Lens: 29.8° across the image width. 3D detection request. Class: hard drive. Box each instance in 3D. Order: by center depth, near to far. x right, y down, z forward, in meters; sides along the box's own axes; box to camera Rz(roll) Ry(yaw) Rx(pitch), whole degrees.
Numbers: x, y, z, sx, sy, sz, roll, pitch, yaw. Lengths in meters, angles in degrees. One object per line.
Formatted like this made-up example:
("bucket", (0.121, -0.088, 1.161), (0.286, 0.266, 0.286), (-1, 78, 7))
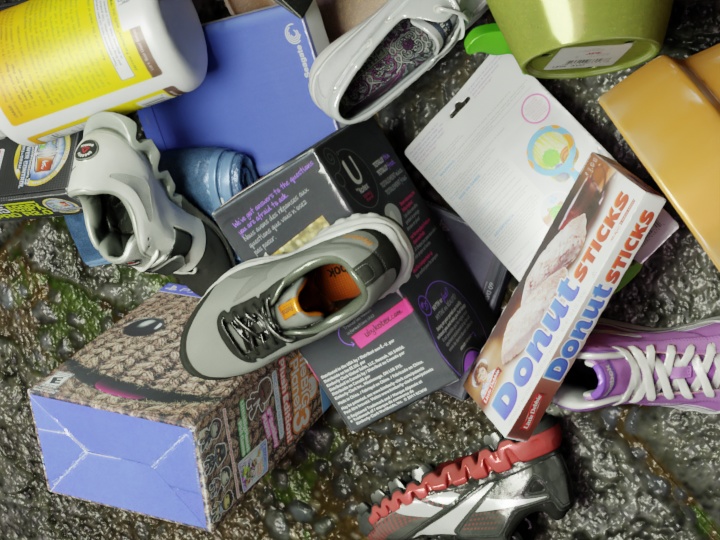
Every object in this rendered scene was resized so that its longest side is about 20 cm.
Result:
("hard drive", (-0.104, -0.142, 1.124), (0.200, 0.025, 0.132), (-6, 109, 35))

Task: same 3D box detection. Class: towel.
("towel", (-0.173, -0.054, 1.169), (0.199, 0.049, 0.112), (3, 127, 29))

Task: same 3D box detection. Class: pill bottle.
("pill bottle", (-0.230, -0.166, 1.072), (0.199, 0.109, 0.110), (-17, 92, 14))

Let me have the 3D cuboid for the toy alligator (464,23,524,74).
("toy alligator", (0.175, -0.186, 0.988), (0.200, 0.059, 0.054), (-21, 130, 11))

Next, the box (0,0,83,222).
("box", (-0.287, -0.143, 1.183), (0.160, 0.044, 0.201), (-3, 68, 29))

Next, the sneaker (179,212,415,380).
("sneaker", (-0.057, 0.024, 0.951), (0.200, 0.079, 0.074), (-30, 98, 29))

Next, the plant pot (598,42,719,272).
("plant pot", (0.287, -0.085, 0.881), (0.183, 0.200, 0.200), (-36, 82, 12))

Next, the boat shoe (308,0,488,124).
("boat shoe", (0.046, -0.184, 1.007), (0.200, 0.069, 0.072), (-36, 124, 2))

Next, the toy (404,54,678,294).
("toy", (0.138, -0.061, 1.026), (0.115, 0.047, 0.200), (-47, 64, 17))

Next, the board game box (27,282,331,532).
("board game box", (-0.141, 0.104, 1.109), (0.159, 0.200, 0.097), (8, 118, 25))

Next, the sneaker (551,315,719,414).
("sneaker", (0.218, 0.077, 0.979), (0.200, 0.114, 0.073), (-2, 97, 26))

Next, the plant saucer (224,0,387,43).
("plant saucer", (-0.025, -0.259, 1.083), (0.200, 0.037, 0.201), (5, 101, 26))

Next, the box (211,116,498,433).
("box", (0.000, 0.000, 1.033), (0.106, 0.122, 0.200), (-28, 96, 28))

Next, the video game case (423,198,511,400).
("video game case", (0.021, 0.003, 1.120), (0.200, 0.019, 0.143), (24, 110, 22))

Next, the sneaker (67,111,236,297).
("sneaker", (-0.172, -0.026, 1.082), (0.074, 0.089, 0.200), (-6, 138, 31))

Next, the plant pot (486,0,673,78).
("plant pot", (0.141, -0.236, 0.895), (0.187, 0.187, 0.201), (-10, 82, 28))

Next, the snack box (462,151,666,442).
("snack box", (0.141, 0.019, 0.961), (0.200, 0.024, 0.072), (-63, 33, 16))

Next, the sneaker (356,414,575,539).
("sneaker", (0.087, 0.191, 1.090), (0.200, 0.071, 0.098), (-29, 84, 27))

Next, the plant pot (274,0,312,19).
("plant pot", (-0.095, -0.337, 0.984), (0.200, 0.199, 0.178), (38, 92, 26))
